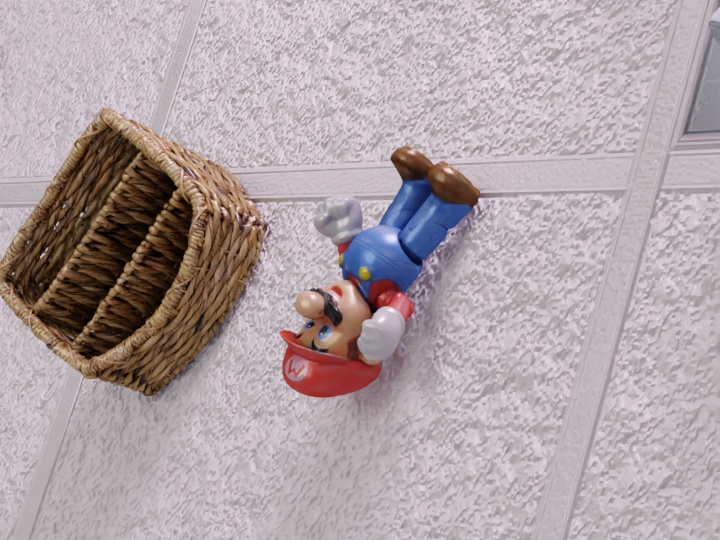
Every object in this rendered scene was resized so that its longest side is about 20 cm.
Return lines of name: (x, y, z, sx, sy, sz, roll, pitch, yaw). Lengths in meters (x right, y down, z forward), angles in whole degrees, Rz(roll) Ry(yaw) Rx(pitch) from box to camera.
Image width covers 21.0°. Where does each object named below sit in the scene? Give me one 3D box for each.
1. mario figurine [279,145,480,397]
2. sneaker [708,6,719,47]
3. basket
mario figurine: (0.000, 0.000, 1.435, 0.201, 0.106, 0.123, -59, 1, -5)
sneaker: (0.297, -0.136, 1.190, 0.071, 0.073, 0.200, -45, 37, -10)
basket: (-0.196, -0.007, 1.657, 0.200, 0.148, 0.143, -52, 37, 15)
